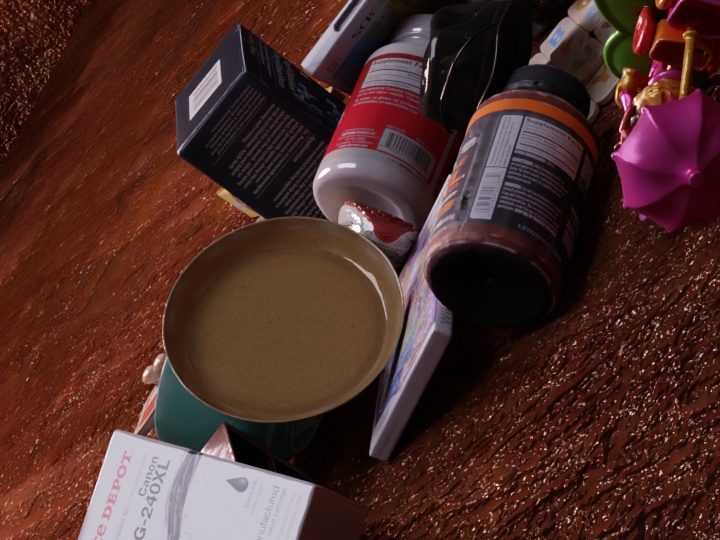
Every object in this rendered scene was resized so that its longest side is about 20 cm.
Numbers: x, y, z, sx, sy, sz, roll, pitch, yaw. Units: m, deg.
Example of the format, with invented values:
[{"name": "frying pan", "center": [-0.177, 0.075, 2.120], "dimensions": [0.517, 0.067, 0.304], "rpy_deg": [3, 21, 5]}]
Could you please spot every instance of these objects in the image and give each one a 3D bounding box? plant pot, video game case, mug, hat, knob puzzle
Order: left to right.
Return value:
[{"name": "knob puzzle", "center": [-0.180, 0.078, 1.904], "dimensions": [0.221, 0.030, 0.220], "rpy_deg": [-58, 7, 12]}, {"name": "mug", "center": [-0.085, 0.084, 1.668], "dimensions": [0.152, 0.113, 0.186], "rpy_deg": [80, -148, -59]}, {"name": "plant pot", "center": [-0.061, 0.043, 1.582], "dimensions": [0.028, 0.198, 0.201], "rpy_deg": [79, -152, -54]}, {"name": "video game case", "center": [0.049, -0.238, 1.852], "dimensions": [0.022, 0.200, 0.183], "rpy_deg": [44, 102, 26]}, {"name": "video game case", "center": [0.047, 0.035, 1.558], "dimensions": [0.201, 0.018, 0.144], "rpy_deg": [-82, 14, -51]}, {"name": "hat", "center": [0.090, -0.173, 1.614], "dimensions": [0.201, 0.080, 0.203], "rpy_deg": [16, -90, -80]}]

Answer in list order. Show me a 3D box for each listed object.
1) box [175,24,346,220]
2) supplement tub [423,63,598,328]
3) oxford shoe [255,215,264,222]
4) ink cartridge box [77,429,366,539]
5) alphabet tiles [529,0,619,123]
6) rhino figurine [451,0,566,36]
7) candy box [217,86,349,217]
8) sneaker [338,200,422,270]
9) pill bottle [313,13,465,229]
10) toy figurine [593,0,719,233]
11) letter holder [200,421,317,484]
[{"name": "box", "center": [-0.070, -0.120, 1.876], "dimensions": [0.107, 0.199, 0.149], "rpy_deg": [-48, 21, 15]}, {"name": "supplement tub", "center": [0.120, -0.062, 1.474], "dimensions": [0.107, 0.107, 0.201], "rpy_deg": [-33, 29, 47]}, {"name": "oxford shoe", "center": [-0.082, -0.010, 1.909], "dimensions": [0.073, 0.072, 0.200], "rpy_deg": [-33, 14, 11]}, {"name": "ink cartridge box", "center": [-0.114, 0.215, 1.448], "dimensions": [0.199, 0.083, 0.147], "rpy_deg": [11, 77, 34]}, {"name": "alphabet tiles", "center": [0.186, -0.180, 1.645], "dimensions": [0.201, 0.015, 0.196], "rpy_deg": [-53, 19, 11]}, {"name": "rhino figurine", "center": [0.142, -0.258, 1.759], "dimensions": [0.060, 0.087, 0.200], "rpy_deg": [-58, 18, -12]}, {"name": "candy box", "center": [-0.076, -0.126, 2.122], "dimensions": [0.117, 0.056, 0.200], "rpy_deg": [-62, 19, -15]}, {"name": "sneaker", "center": [0.000, 0.000, 1.706], "dimensions": [0.200, 0.077, 0.083], "rpy_deg": [128, 162, -69]}, {"name": "pill bottle", "center": [0.039, -0.132, 1.768], "dimensions": [0.112, 0.112, 0.201], "rpy_deg": [-28, 32, 52]}, {"name": "toy figurine", "center": [0.212, -0.107, 1.331], "dimensions": [0.200, 0.149, 0.186], "rpy_deg": [114, 169, -61]}, {"name": "letter holder", "center": [-0.122, 0.250, 1.556], "dimensions": [0.200, 0.100, 0.142], "rpy_deg": [-52, 21, 11]}]
